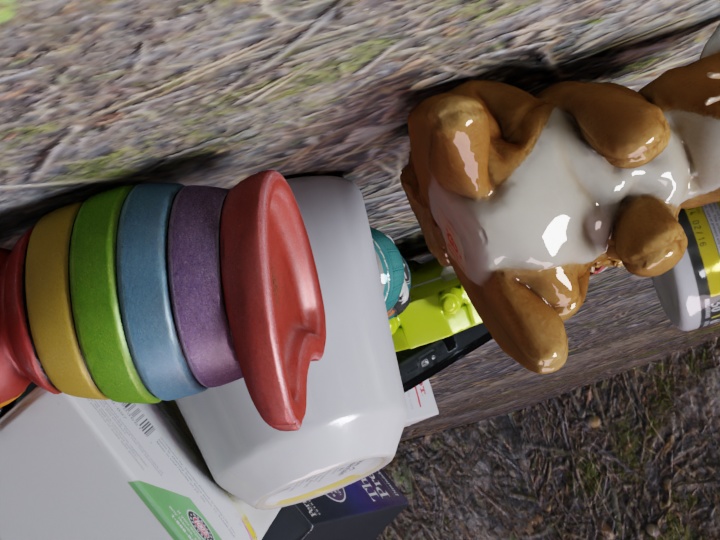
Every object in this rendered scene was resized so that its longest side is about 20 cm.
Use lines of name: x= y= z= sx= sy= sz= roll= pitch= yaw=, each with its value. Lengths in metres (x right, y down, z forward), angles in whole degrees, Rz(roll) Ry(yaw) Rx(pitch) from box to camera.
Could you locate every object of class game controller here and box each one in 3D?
game controller: x=0.041 y=0.053 z=1.480 sx=0.104 sy=0.042 sz=0.199 roll=-12 pitch=-168 yaw=46

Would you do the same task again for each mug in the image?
mug: x=-0.038 y=0.049 z=1.138 sx=0.149 sy=0.154 sz=0.186 roll=-25 pitch=165 yaw=18

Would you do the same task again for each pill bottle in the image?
pill bottle: x=0.324 y=-0.032 z=1.553 sx=0.198 sy=0.112 sz=0.111 roll=-17 pitch=172 yaw=-1

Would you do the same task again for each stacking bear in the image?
stacking bear: x=-0.128 y=0.018 z=0.980 sx=0.198 sy=0.115 sz=0.122 roll=-7 pitch=-158 yaw=11

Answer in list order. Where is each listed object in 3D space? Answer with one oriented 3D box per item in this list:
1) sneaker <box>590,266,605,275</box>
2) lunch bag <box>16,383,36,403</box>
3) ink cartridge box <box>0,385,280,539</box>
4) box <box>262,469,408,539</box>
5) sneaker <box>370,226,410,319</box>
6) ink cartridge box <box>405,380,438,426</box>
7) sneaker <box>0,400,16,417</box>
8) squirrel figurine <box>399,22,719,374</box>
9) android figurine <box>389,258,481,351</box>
sneaker: x=0.197 y=-0.053 z=1.274 sx=0.115 sy=0.079 sz=0.200 roll=-13 pitch=173 yaw=-14
lunch bag: x=-0.280 y=0.147 z=1.331 sx=0.159 sy=0.077 sz=0.201 roll=-21 pitch=-147 yaw=28
ink cartridge box: x=-0.130 y=0.122 z=1.125 sx=0.087 sy=0.146 sz=0.200 roll=-39 pitch=-179 yaw=11
box: x=-0.081 y=0.108 z=1.310 sx=0.079 sy=0.200 sz=0.141 roll=-48 pitch=161 yaw=22
sneaker: x=0.000 y=0.000 z=1.273 sx=0.079 sy=0.072 sz=0.200 roll=-16 pitch=179 yaw=-18
ink cartridge box: x=-0.012 y=0.074 z=1.560 sx=0.068 sy=0.116 sz=0.199 roll=-22 pitch=171 yaw=38
sneaker: x=-0.239 y=0.080 z=1.240 sx=0.199 sy=0.085 sz=0.076 roll=-23 pitch=171 yaw=37
squirrel figurine: x=0.124 y=-0.056 z=1.017 sx=0.185 sy=0.143 sz=0.200 roll=-26 pitch=-172 yaw=-9
android figurine: x=0.052 y=0.015 z=1.419 sx=0.181 sy=0.041 sz=0.200 roll=-18 pitch=-173 yaw=13
